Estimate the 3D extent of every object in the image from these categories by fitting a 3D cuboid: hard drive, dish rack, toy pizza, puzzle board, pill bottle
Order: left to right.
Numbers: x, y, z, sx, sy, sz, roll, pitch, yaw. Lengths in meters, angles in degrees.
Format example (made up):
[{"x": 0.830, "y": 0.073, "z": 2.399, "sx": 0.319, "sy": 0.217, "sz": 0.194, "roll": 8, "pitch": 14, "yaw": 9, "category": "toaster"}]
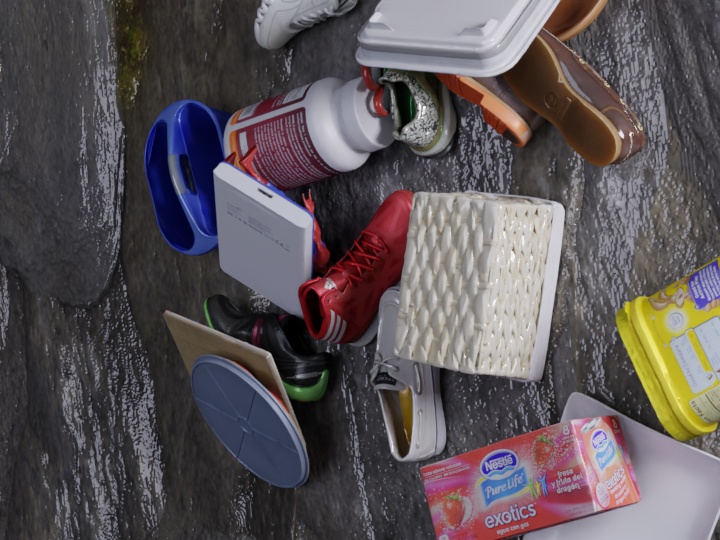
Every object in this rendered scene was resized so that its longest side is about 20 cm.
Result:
[{"x": -0.155, "y": 0.132, "z": 1.772, "sx": 0.199, "sy": 0.017, "sz": 0.152, "roll": 19, "pitch": 140, "yaw": 42, "category": "puzzle board"}, {"x": -0.130, "y": 0.180, "z": 1.748, "sx": 0.199, "sy": 0.032, "sz": 0.201, "roll": 33, "pitch": 145, "yaw": 27, "category": "toy pizza"}, {"x": -0.114, "y": -0.033, "z": 1.701, "sx": 0.131, "sy": 0.025, "sz": 0.201, "roll": 31, "pitch": 151, "yaw": 16, "category": "hard drive"}, {"x": -0.058, "y": -0.163, "z": 1.709, "sx": 0.199, "sy": 0.112, "sz": 0.114, "roll": -14, "pitch": 80, "yaw": 36, "category": "pill bottle"}, {"x": 0.100, "y": -0.278, "z": 1.519, "sx": 0.198, "sy": 0.044, "sz": 0.172, "roll": 10, "pitch": 50, "yaw": 35, "category": "dish rack"}]

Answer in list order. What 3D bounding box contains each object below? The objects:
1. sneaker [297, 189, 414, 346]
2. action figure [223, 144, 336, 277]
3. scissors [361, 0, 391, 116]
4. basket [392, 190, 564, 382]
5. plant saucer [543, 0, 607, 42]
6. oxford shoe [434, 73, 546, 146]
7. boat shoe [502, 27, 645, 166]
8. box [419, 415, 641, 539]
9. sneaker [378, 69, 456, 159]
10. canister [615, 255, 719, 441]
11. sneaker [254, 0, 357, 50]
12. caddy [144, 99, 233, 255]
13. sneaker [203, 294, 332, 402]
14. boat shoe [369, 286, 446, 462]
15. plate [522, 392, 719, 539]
[{"x": 0.000, "y": 0.000, "z": 1.655, "sx": 0.078, "sy": 0.115, "sz": 0.202, "roll": 29, "pitch": 107, "yaw": 33, "category": "sneaker"}, {"x": -0.085, "y": -0.062, "z": 1.704, "sx": 0.065, "sy": 0.052, "sz": 0.201, "roll": -14, "pitch": 120, "yaw": 41, "category": "action figure"}, {"x": 0.026, "y": -0.267, "z": 1.679, "sx": 0.014, "sy": 0.073, "sz": 0.201, "roll": -12, "pitch": 46, "yaw": 22, "category": "scissors"}, {"x": 0.126, "y": 0.015, "z": 1.553, "sx": 0.135, "sy": 0.123, "sz": 0.203, "roll": 10, "pitch": 95, "yaw": 38, "category": "basket"}, {"x": 0.201, "y": -0.341, "z": 1.564, "sx": 0.199, "sy": 0.037, "sz": 0.203, "roll": -1, "pitch": 88, "yaw": 38, "category": "plant saucer"}, {"x": 0.130, "y": -0.227, "z": 1.585, "sx": 0.200, "sy": 0.071, "sz": 0.073, "roll": 44, "pitch": 87, "yaw": 9, "category": "oxford shoe"}, {"x": 0.220, "y": -0.191, "z": 1.515, "sx": 0.201, "sy": 0.070, "sz": 0.071, "roll": 53, "pitch": 137, "yaw": 16, "category": "boat shoe"}, {"x": 0.175, "y": 0.222, "z": 1.482, "sx": 0.199, "sy": 0.102, "sz": 0.096, "roll": -24, "pitch": 74, "yaw": 36, "category": "box"}, {"x": 0.056, "y": -0.231, "z": 1.638, "sx": 0.076, "sy": 0.088, "sz": 0.202, "roll": -17, "pitch": 77, "yaw": 36, "category": "sneaker"}, {"x": 0.367, "y": 0.057, "z": 1.389, "sx": 0.199, "sy": 0.086, "sz": 0.150, "roll": -34, "pitch": 69, "yaw": 30, "category": "canister"}, {"x": -0.054, "y": -0.334, "z": 1.743, "sx": 0.200, "sy": 0.075, "sz": 0.081, "roll": -44, "pitch": 72, "yaw": 28, "category": "sneaker"}, {"x": -0.204, "y": -0.117, "z": 1.823, "sx": 0.141, "sy": 0.105, "sz": 0.202, "roll": -25, "pitch": 73, "yaw": 33, "category": "caddy"}, {"x": -0.110, "y": 0.083, "z": 1.771, "sx": 0.199, "sy": 0.077, "sz": 0.084, "roll": 33, "pitch": 102, "yaw": 23, "category": "sneaker"}, {"x": 0.045, "y": 0.120, "z": 1.632, "sx": 0.070, "sy": 0.069, "sz": 0.203, "roll": -8, "pitch": 90, "yaw": 43, "category": "boat shoe"}, {"x": 0.276, "y": 0.254, "z": 1.484, "sx": 0.198, "sy": 0.032, "sz": 0.202, "roll": 24, "pitch": 102, "yaw": 36, "category": "plate"}]
